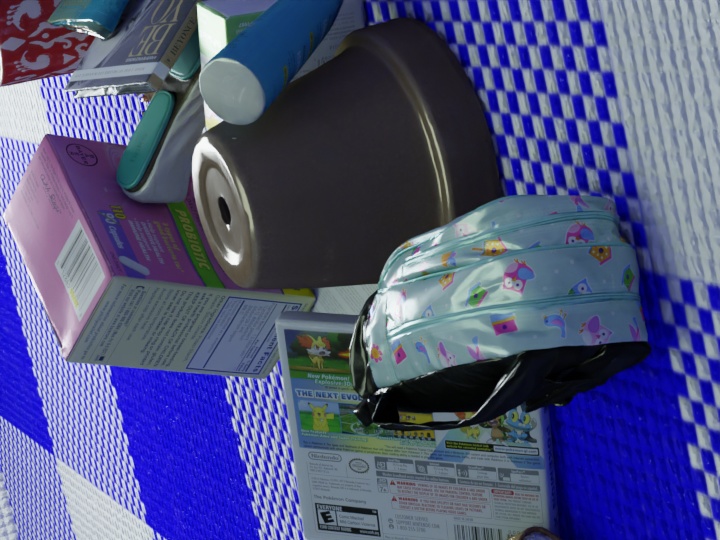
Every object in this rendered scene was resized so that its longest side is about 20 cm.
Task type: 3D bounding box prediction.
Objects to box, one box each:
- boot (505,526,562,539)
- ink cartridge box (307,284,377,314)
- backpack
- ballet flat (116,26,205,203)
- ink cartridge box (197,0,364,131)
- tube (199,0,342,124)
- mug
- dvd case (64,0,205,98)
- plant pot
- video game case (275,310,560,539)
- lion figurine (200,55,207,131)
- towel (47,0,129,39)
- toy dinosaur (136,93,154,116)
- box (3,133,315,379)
[{"bbox_3d":[0.126,0.283,1.582,0.175,0.066,0.200,40,142,-7],"label":"boot"},{"bbox_3d":[0.000,0.000,1.775,0.162,0.050,0.201,49,132,50],"label":"ink cartridge box"},{"bbox_3d":[0.091,0.027,1.365,0.200,0.166,0.127,-27,75,64],"label":"backpack"},{"bbox_3d":[-0.132,-0.145,1.768,0.201,0.069,0.069,-66,29,5],"label":"ballet flat"},{"bbox_3d":[-0.056,-0.111,1.675,0.067,0.117,0.201,-146,49,-59],"label":"ink cartridge box"},{"bbox_3d":[-0.045,-0.171,1.529,0.050,0.200,0.078,36,133,2],"label":"tube"},{"bbox_3d":[-0.252,-0.262,1.981,0.133,0.199,0.178,-137,35,-56],"label":"mug"},{"bbox_3d":[-0.154,-0.226,1.763,0.016,0.201,0.148,38,162,-28],"label":"dvd case"},{"bbox_3d":[-0.020,-0.061,1.549,0.200,0.174,0.201,50,150,44],"label":"plant pot"},{"bbox_3d":[0.042,0.120,1.567,0.199,0.022,0.183,3,114,23],"label":"video game case"},{"bbox_3d":[-0.090,-0.148,1.725,0.072,0.122,0.201,30,143,52],"label":"lion figurine"},{"bbox_3d":[-0.180,-0.280,1.831,0.022,0.200,0.147,38,173,-23],"label":"towel"},{"bbox_3d":[-0.118,-0.196,1.861,0.199,0.086,0.136,-3,115,52],"label":"toy dinosaur"},{"bbox_3d":[-0.168,-0.011,1.812,0.097,0.199,0.176,-57,44,30],"label":"box"}]
